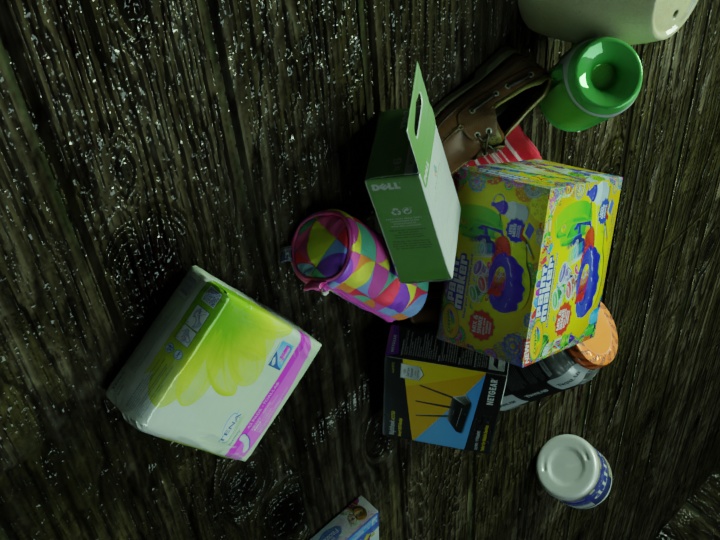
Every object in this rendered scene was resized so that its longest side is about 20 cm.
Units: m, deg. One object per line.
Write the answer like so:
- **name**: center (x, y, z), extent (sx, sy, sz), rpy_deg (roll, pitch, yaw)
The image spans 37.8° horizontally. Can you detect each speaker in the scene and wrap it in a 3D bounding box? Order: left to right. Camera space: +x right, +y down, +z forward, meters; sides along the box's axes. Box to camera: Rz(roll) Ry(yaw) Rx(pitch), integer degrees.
- **speaker**: center (0.253, -0.205, 1.178), extent (0.089, 0.088, 0.200), rpy_deg (-55, -178, 1)

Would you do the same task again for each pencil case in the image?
- **pencil case**: center (0.000, 0.000, 1.114), extent (0.089, 0.088, 0.199), rpy_deg (-57, 148, 6)

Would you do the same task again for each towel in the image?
- **towel**: center (0.139, -0.088, 1.276), extent (0.201, 0.022, 0.144), rpy_deg (-54, 148, -1)

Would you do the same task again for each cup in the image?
- **cup**: center (0.287, -0.325, 1.135), extent (0.199, 0.143, 0.202), rpy_deg (-34, 144, -30)

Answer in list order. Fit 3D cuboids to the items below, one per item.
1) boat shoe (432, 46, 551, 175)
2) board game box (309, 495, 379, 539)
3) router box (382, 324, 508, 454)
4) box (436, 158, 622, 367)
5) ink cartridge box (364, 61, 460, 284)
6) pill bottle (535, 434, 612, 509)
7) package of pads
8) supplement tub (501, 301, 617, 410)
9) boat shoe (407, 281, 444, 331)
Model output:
- **boat shoe**: center (0.128, -0.160, 1.146), extent (0.201, 0.068, 0.072), rpy_deg (-49, 149, -8)
- **board game box**: center (-0.054, 0.449, 1.505), extent (0.199, 0.041, 0.201), rpy_deg (-36, 144, -28)
- **router box**: center (0.103, 0.152, 1.313), extent (0.201, 0.147, 0.052), rpy_deg (89, 12, -53)
- **box**: center (0.199, -0.016, 1.232), extent (0.191, 0.121, 0.203), rpy_deg (-13, 114, -51)
- **ink cartridge box**: center (0.049, -0.093, 1.054), extent (0.201, 0.058, 0.105), rpy_deg (68, 25, -43)
- **pill bottle**: center (0.416, 0.390, 2.009), extent (0.120, 0.119, 0.200), rpy_deg (-53, 149, -1)
- **package of pads**: center (-0.141, 0.099, 1.032), extent (0.156, 0.068, 0.200), rpy_deg (-55, 148, -1)
- **supplement tub**: center (0.241, 0.108, 1.419), extent (0.122, 0.124, 0.199), rpy_deg (-20, 174, -42)
- **boat shoe**: center (0.115, 0.060, 1.311), extent (0.072, 0.069, 0.199), rpy_deg (-39, 153, 21)
